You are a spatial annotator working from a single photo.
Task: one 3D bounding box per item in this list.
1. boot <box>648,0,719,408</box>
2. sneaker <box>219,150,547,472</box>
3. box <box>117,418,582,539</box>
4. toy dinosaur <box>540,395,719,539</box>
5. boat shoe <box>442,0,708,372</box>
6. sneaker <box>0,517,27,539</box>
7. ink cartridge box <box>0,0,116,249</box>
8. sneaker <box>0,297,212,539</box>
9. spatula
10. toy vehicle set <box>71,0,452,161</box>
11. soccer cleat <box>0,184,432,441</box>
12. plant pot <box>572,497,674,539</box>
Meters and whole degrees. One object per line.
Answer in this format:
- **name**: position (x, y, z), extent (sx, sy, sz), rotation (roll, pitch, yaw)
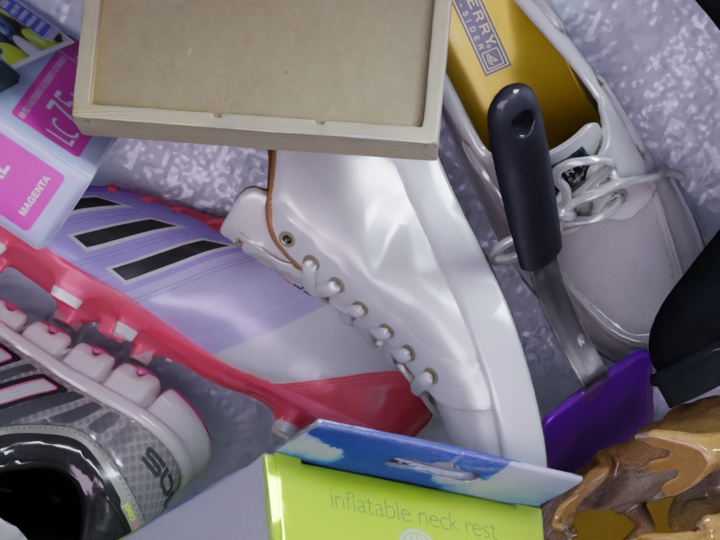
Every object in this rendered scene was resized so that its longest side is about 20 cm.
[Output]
- **boot**: position (0.150, -0.067, 0.820), extent (0.198, 0.073, 0.163), rotation (-34, 86, 5)
- **sneaker**: position (0.000, 0.000, 0.857), extent (0.085, 0.073, 0.200), rotation (-23, 81, -8)
- **box**: position (-0.027, 0.116, 0.844), extent (0.122, 0.048, 0.200), rotation (14, 149, -35)
- **toy dinosaur**: position (0.129, 0.061, 0.835), extent (0.200, 0.106, 0.060), rotation (-22, 101, 22)
- **boat shoe**: position (0.072, -0.040, 0.856), extent (0.075, 0.086, 0.202), rotation (-25, 105, 12)
- **sneaker**: position (-0.171, 0.104, 0.843), extent (0.086, 0.080, 0.200), rotation (-32, 82, 56)
- **ink cartridge box**: position (-0.175, -0.093, 0.836), extent (0.200, 0.119, 0.042), rotation (32, 109, -7)
- **sneaker**: position (-0.159, 0.057, 0.892), extent (0.200, 0.088, 0.074), rotation (25, 139, -3)
- **spatula**: position (0.071, 0.010, 0.838), extent (0.056, 0.021, 0.200), rotation (-34, 133, -15)
- **toy vehicle set**: position (-0.026, -0.141, 0.810), extent (0.124, 0.027, 0.200), rotation (5, 81, 3)
- **soccer cleat**: position (-0.058, 0.005, 0.901), extent (0.200, 0.067, 0.077), rotation (30, 77, -1)
- **plant pot**: position (0.120, 0.186, 0.892), extent (0.200, 0.200, 0.142), rotation (-24, 128, 11)
